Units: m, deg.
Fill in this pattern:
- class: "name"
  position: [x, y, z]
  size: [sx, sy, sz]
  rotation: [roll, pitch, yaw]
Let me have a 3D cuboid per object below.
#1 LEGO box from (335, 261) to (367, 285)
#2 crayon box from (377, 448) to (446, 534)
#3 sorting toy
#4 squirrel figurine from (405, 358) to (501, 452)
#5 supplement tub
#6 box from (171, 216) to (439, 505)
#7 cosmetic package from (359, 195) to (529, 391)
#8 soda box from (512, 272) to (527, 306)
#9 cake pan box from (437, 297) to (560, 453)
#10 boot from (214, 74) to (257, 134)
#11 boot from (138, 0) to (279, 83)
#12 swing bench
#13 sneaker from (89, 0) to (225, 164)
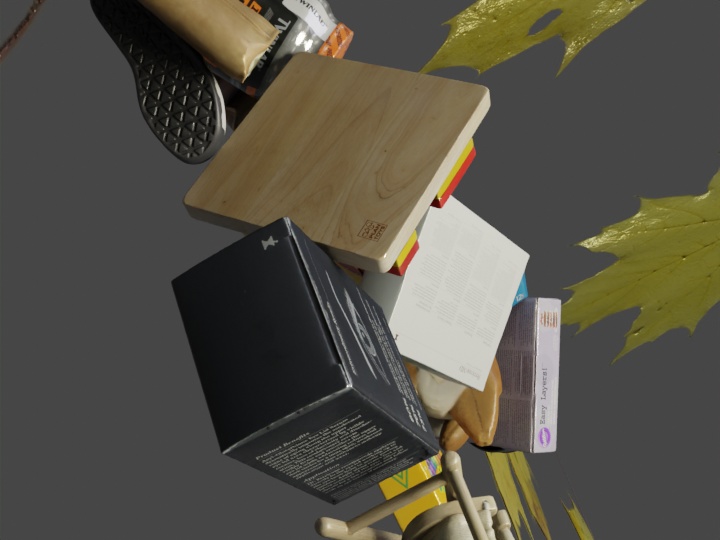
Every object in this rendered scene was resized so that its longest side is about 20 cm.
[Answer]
- class: "LEGO box"
  position: [0.000, 0.000, 1.034]
  size: [0.149, 0.077, 0.200]
  rotation: [16, -24, 38]
- class: "crayon box"
  position: [0.041, 0.182, 1.043]
  size: [0.200, 0.051, 0.126]
  rotation: [63, 10, 4]
- class: "sorting toy"
  position: [-0.014, -0.085, 0.880]
  size: [0.200, 0.198, 0.070]
  rotation: [-58, 149, -28]
- class: "squirrel figurine"
  position: [0.109, 0.115, 1.204]
  size: [0.187, 0.141, 0.201]
  rotation: [54, 46, -70]
- class: "supplement tub"
  position: [-0.115, -0.248, 1.006]
  size: [0.200, 0.123, 0.123]
  rotation: [31, 13, -2]
- class: "box"
  position: [-0.037, 0.076, 0.776]
  size: [0.200, 0.104, 0.148]
  rotation: [45, 19, -57]
- class: "cosmetic package"
  position: [0.079, 0.020, 0.976]
  size: [0.200, 0.052, 0.151]
  rotation: [30, 76, -51]
- class: "soda box"
  position: [0.119, -0.022, 1.279]
  size: [0.200, 0.068, 0.064]
  rotation: [43, -22, 43]
- class: "cake pan box"
  position: [0.171, 0.133, 1.302]
  size: [0.052, 0.184, 0.201]
  rotation: [6, 84, -36]
- class: "boot"
  position: [-0.100, -0.144, 1.129]
  size: [0.200, 0.077, 0.155]
  rotation: [46, -5, 28]
- class: "boot"
  position: [-0.165, -0.226, 0.819]
  size: [0.200, 0.066, 0.175]
  rotation: [38, 30, -13]
- class: "swing bench"
  position: [0.082, 0.278, 0.761]
  size: [0.200, 0.129, 0.199]
  rotation: [50, 14, -50]
- class: "sneaker"
  position: [-0.169, -0.185, 0.914]
  size: [0.200, 0.072, 0.083]
  rotation: [63, 9, 9]
